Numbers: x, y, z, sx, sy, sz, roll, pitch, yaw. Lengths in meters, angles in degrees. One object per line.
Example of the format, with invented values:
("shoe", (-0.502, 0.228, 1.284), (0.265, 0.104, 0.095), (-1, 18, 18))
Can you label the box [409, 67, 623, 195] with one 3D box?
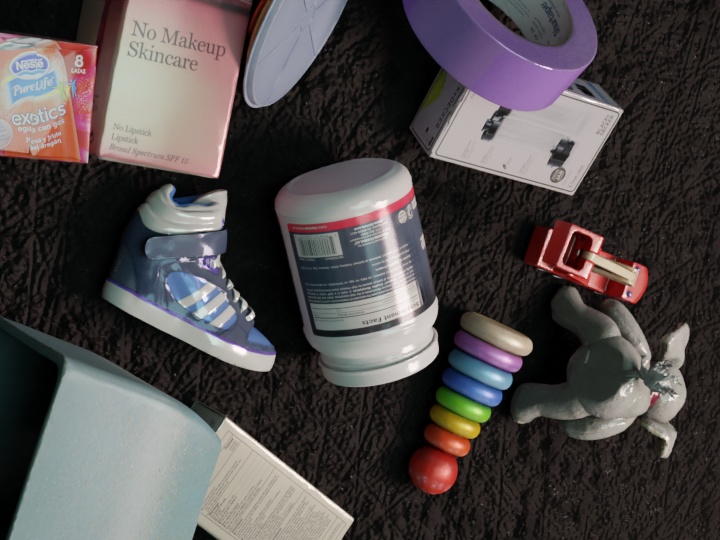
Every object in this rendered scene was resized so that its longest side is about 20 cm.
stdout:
("box", (0.165, -0.161, 1.695), (0.199, 0.060, 0.117), (11, 120, -32))

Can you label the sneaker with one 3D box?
("sneaker", (-0.141, 0.000, 1.554), (0.199, 0.081, 0.147), (27, 89, -26))

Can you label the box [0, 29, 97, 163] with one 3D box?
("box", (-0.301, -0.153, 1.358), (0.095, 0.200, 0.100), (2, 98, -30))

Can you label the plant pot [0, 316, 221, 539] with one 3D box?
("plant pot", (-0.245, 0.175, 1.459), (0.199, 0.195, 0.198), (18, 90, -33))

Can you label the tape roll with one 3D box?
("tape roll", (0.141, -0.258, 1.612), (0.199, 0.066, 0.201), (23, 44, -24))

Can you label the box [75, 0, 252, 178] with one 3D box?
("box", (-0.187, -0.197, 1.472), (0.127, 0.109, 0.201), (8, 96, -31))

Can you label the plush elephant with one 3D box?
("plush elephant", (0.300, 0.125, 1.808), (0.155, 0.199, 0.166), (28, 77, -50))

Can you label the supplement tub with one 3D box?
("supplement tub", (0.000, 0.000, 1.605), (0.140, 0.140, 0.201), (-22, 110, -26))

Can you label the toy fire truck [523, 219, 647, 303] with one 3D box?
("toy fire truck", (0.257, -0.007, 1.757), (0.199, 0.141, 0.049), (21, 89, -32))

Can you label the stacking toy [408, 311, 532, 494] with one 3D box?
("stacking toy", (0.112, 0.151, 1.744), (0.085, 0.085, 0.201), (22, 94, -32))

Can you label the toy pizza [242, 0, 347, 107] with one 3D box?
("toy pizza", (-0.062, -0.247, 1.519), (0.032, 0.200, 0.201), (31, 81, 11))

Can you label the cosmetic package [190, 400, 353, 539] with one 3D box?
("cosmetic package", (-0.113, 0.233, 1.622), (0.200, 0.073, 0.104), (43, 77, -29))
